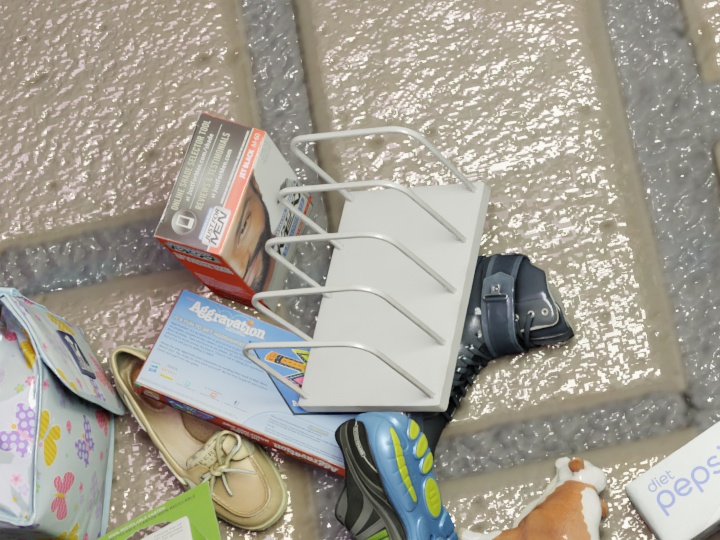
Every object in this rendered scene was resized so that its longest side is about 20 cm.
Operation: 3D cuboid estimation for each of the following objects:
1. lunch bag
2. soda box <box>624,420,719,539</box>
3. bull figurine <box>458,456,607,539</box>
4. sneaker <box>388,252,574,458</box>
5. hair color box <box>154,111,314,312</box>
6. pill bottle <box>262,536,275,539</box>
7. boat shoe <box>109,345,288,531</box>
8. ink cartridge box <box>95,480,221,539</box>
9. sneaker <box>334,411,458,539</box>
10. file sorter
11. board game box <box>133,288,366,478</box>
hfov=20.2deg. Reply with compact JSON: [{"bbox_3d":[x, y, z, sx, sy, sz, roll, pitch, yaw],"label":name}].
[{"bbox_3d":[-0.276,0.126,1.691,0.127,0.170,0.200,-2,74,14],"label":"lunch bag"},{"bbox_3d":[0.313,0.149,1.626,0.200,0.063,0.068,-34,72,1],"label":"soda box"},{"bbox_3d":[0.150,0.244,1.625,0.121,0.065,0.200,-19,58,21],"label":"bull figurine"},{"bbox_3d":[0.101,0.079,1.679,0.146,0.077,0.202,3,75,14],"label":"sneaker"},{"bbox_3d":[-0.101,-0.044,1.686,0.064,0.200,0.111,17,80,15],"label":"hair color box"},{"bbox_3d":[-0.133,0.308,1.645,0.200,0.114,0.114,-34,72,1],"label":"pill bottle"},{"bbox_3d":[-0.144,0.143,1.717,0.200,0.063,0.073,42,86,17],"label":"boat shoe"},{"bbox_3d":[-0.182,0.246,1.591,0.148,0.076,0.200,-29,39,7],"label":"ink cartridge box"},{"bbox_3d":[0.026,0.206,1.643,0.083,0.071,0.200,2,112,43],"label":"sneaker"},{"bbox_3d":[0.000,0.000,1.638,0.139,0.125,0.200,-3,64,34],"label":"file sorter"},{"bbox_3d":[-0.080,0.095,1.704,0.200,0.019,0.103,22,59,5],"label":"board game box"}]
